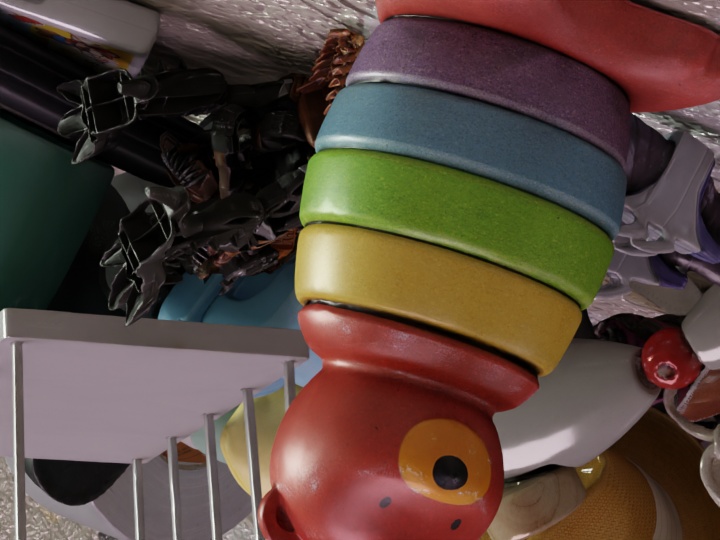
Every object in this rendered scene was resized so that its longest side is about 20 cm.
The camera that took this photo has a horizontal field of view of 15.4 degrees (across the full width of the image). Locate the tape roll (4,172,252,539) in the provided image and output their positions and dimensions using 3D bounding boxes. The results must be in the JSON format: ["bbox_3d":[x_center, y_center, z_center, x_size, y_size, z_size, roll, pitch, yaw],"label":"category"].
[{"bbox_3d":[-0.104,0.048,1.439,0.066,0.200,0.200,17,173,37],"label":"tape roll"}]

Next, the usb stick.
[{"bbox_3d":[-0.144,-0.082,1.125,0.055,0.033,0.200,19,175,46],"label":"usb stick"}]

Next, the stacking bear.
[{"bbox_3d":[0.028,0.003,0.875,0.121,0.200,0.114,22,171,-30],"label":"stacking bear"}]

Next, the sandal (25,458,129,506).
[{"bbox_3d":[-0.090,0.037,1.340,0.048,0.201,0.075,27,170,48],"label":"sandal"}]

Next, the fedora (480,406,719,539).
[{"bbox_3d":[0.075,0.127,1.281,0.200,0.201,0.082,12,154,33],"label":"fedora"}]

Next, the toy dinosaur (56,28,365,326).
[{"bbox_3d":[-0.045,-0.050,1.100,0.136,0.102,0.200,-9,139,-26],"label":"toy dinosaur"}]

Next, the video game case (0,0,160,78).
[{"bbox_3d":[-0.185,-0.116,1.171,0.182,0.023,0.200,19,171,-8],"label":"video game case"}]

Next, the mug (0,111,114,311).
[{"bbox_3d":[-0.210,-0.033,1.203,0.152,0.115,0.185,25,-178,-36],"label":"mug"}]

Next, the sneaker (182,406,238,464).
[{"bbox_3d":[0.006,0.067,1.424,0.118,0.074,0.200,31,-138,26],"label":"sneaker"}]

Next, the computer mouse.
[{"bbox_3d":[-0.164,-0.041,1.319,0.138,0.053,0.200,12,-149,-41],"label":"computer mouse"}]

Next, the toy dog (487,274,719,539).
[{"bbox_3d":[0.116,0.046,1.204,0.200,0.132,0.096,-6,-162,18],"label":"toy dog"}]

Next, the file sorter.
[{"bbox_3d":[-0.122,0.106,1.193,0.139,0.125,0.200,4,161,-25],"label":"file sorter"}]

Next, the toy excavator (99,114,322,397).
[{"bbox_3d":[0.000,0.000,1.210,0.100,0.195,0.200,27,-164,-42],"label":"toy excavator"}]

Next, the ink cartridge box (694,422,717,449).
[{"bbox_3d":[0.252,0.118,1.358,0.200,0.083,0.146,11,-157,42],"label":"ink cartridge box"}]

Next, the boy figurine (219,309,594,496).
[{"bbox_3d":[0.023,0.054,1.316,0.124,0.200,0.064,3,119,57],"label":"boy figurine"}]

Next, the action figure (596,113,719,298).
[{"bbox_3d":[0.168,0.000,1.035,0.200,0.069,0.130,16,167,-12],"label":"action figure"}]

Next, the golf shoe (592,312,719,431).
[{"bbox_3d":[0.204,0.049,1.319,0.092,0.073,0.200,-6,-171,-36],"label":"golf shoe"}]
